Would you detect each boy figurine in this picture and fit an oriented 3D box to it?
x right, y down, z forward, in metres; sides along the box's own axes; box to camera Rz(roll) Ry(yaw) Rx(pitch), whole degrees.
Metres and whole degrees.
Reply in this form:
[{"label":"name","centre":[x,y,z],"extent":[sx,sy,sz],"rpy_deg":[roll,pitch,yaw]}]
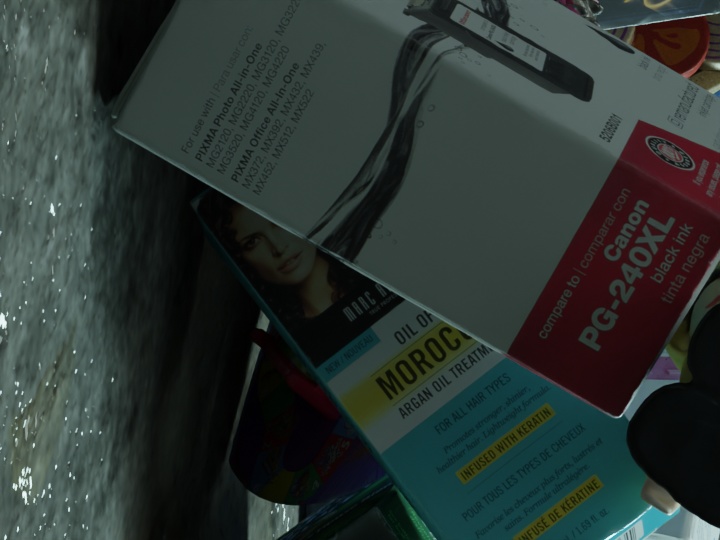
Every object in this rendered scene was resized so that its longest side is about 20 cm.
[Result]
[{"label":"boy figurine","centre":[0.139,0.027,1.050],"extent":[0.125,0.064,0.200],"rpy_deg":[-56,180,14]}]

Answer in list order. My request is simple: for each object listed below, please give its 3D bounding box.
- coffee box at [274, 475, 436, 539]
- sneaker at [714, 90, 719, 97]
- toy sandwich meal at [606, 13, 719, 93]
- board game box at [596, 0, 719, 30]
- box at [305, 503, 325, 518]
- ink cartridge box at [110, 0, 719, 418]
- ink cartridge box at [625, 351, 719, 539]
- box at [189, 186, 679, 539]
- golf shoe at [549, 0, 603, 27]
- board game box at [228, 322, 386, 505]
[{"label":"coffee box","centre":[-0.010,0.123,1.211],"extent":[0.044,0.123,0.200],"rpy_deg":[54,15,1]},{"label":"sneaker","centre":[0.167,-0.140,1.364],"extent":[0.076,0.104,0.201],"rpy_deg":[82,18,-63]},{"label":"toy sandwich meal","centre":[0.096,-0.162,1.264],"extent":[0.070,0.204,0.206],"rpy_deg":[126,-19,-54]},{"label":"board game box","centre":[0.049,-0.154,1.161],"extent":[0.035,0.199,0.136],"rpy_deg":[-128,-148,-55]},{"label":"box","centre":[0.041,0.140,1.523],"extent":[0.200,0.106,0.149],"rpy_deg":[-60,154,-68]},{"label":"ink cartridge box","centre":[0.031,-0.051,1.039],"extent":[0.084,0.199,0.145],"rpy_deg":[-60,178,20]},{"label":"ink cartridge box","centre":[0.149,0.067,1.514],"extent":[0.145,0.084,0.201],"rpy_deg":[76,27,-61]},{"label":"box","centre":[0.027,0.031,1.120],"extent":[0.082,0.200,0.049],"rpy_deg":[-37,162,-5]},{"label":"golf shoe","centre":[0.074,-0.051,1.163],"extent":[0.200,0.092,0.073],"rpy_deg":[55,22,-21]},{"label":"board game box","centre":[0.000,0.000,1.222],"extent":[0.039,0.158,0.201],"rpy_deg":[39,49,-29]}]
